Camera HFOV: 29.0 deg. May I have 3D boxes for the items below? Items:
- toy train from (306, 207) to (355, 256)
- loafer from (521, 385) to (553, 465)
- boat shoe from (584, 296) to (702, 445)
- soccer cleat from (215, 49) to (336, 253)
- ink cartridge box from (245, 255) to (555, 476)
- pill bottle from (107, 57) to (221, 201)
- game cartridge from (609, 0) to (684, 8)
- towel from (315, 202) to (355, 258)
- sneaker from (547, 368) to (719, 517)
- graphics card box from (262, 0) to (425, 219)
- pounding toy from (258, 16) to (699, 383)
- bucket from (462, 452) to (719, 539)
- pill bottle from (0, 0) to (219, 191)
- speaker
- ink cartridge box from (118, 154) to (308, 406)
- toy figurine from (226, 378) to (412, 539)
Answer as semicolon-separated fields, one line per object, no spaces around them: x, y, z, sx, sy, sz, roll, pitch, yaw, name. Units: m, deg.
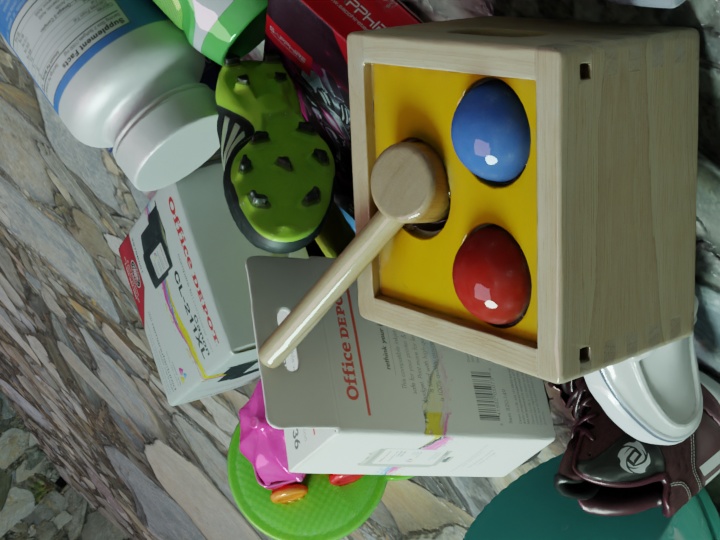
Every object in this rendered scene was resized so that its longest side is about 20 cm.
-0.002;0.023;1.119;0.200;0.087;0.114;51;167;-11;toy train
0.078;0.041;0.999;0.073;0.071;0.202;-18;99;30;loafer
0.157;0.017;0.797;0.065;0.073;0.201;2;126;58;boat shoe
-0.055;-0.061;0.858;0.201;0.067;0.082;-106;17;-52;soccer cleat
0.013;0.061;0.861;0.067;0.198;0.117;-45;47;48;ink cartridge box
-0.182;-0.161;1.100;0.200;0.111;0.111;51;159;-9;pill bottle
0.074;-0.199;0.648;0.199;0.041;0.134;33;151;34;game cartridge
0.000;0.000;0.975;0.201;0.018;0.086;57;-170;-38;towel
0.141;0.083;0.893;0.199;0.115;0.076;35;156;30;sneaker
-0.008;-0.117;0.926;0.125;0.051;0.200;43;160;11;graphics card box
0.053;-0.031;0.726;0.199;0.141;0.186;16;114;50;pounding toy
0.173;0.226;0.977;0.207;0.207;0.135;7;133;59;bucket
-0.178;-0.158;0.970;0.201;0.112;0.112;53;160;11;pill bottle
-0.134;-0.233;0.920;0.200;0.088;0.088;47;159;3;speaker
-0.113;0.009;1.082;0.200;0.082;0.147;-39;69;64;ink cartridge box
-0.028;0.140;1.182;0.184;0.198;0.151;80;174;-72;toy figurine
